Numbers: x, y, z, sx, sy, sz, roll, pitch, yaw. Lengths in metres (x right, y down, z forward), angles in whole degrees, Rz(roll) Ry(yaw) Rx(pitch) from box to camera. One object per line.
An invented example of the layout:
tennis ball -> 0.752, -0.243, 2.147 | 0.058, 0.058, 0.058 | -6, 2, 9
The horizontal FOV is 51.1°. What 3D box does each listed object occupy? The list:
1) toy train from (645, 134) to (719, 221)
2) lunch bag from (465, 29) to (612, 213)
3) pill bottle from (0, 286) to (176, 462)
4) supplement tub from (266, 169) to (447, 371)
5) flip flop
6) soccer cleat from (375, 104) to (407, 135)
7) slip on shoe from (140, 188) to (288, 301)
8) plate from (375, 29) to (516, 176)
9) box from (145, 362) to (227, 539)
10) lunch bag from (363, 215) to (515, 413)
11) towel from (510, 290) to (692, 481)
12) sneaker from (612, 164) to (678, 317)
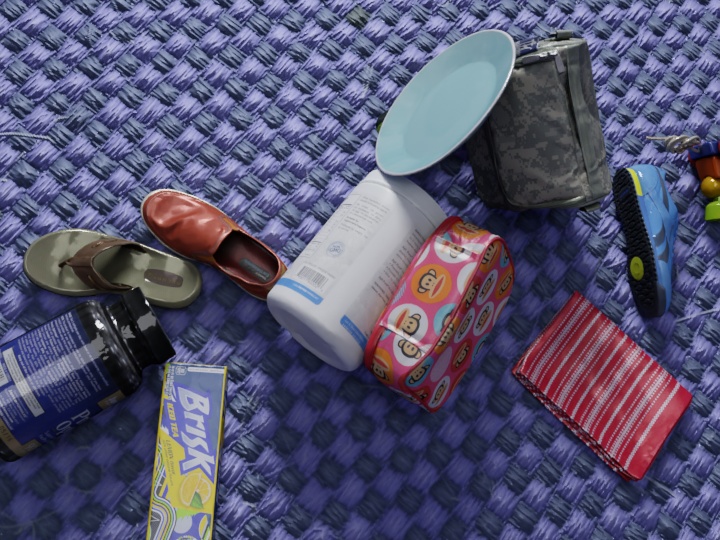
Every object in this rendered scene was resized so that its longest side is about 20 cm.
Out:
toy train -> 0.468, -0.117, 0.998 | 0.198, 0.085, 0.117 | -1, 89, -9
lunch bag -> 0.213, -0.172, 0.888 | 0.138, 0.167, 0.202 | -21, 105, -19
pill bottle -> -0.303, 0.102, 0.794 | 0.199, 0.112, 0.112 | -30, 81, -15
supplement tub -> 0.000, 0.000, 0.860 | 0.132, 0.132, 0.200 | 39, 73, 3
flip flop -> -0.279, -0.003, 0.853 | 0.198, 0.058, 0.082 | 13, 74, -5
soccer cleat -> 0.104, -0.215, 0.973 | 0.198, 0.068, 0.082 | -16, 69, -19
slip on shoe -> -0.168, -0.035, 0.879 | 0.199, 0.061, 0.074 | 33, 74, 2
plate -> 0.096, -0.181, 0.838 | 0.026, 0.199, 0.201 | 36, 70, -29
box -> -0.184, 0.204, 0.811 | 0.069, 0.064, 0.202 | 5, 74, -8
lunch bag -> 0.099, 0.056, 0.845 | 0.082, 0.176, 0.201 | 28, 79, 30
towel -> 0.300, 0.141, 0.927 | 0.200, 0.022, 0.145 | 43, 72, 4
sneaker -> 0.382, -0.041, 0.967 | 0.078, 0.066, 0.202 | -2, 75, -13
